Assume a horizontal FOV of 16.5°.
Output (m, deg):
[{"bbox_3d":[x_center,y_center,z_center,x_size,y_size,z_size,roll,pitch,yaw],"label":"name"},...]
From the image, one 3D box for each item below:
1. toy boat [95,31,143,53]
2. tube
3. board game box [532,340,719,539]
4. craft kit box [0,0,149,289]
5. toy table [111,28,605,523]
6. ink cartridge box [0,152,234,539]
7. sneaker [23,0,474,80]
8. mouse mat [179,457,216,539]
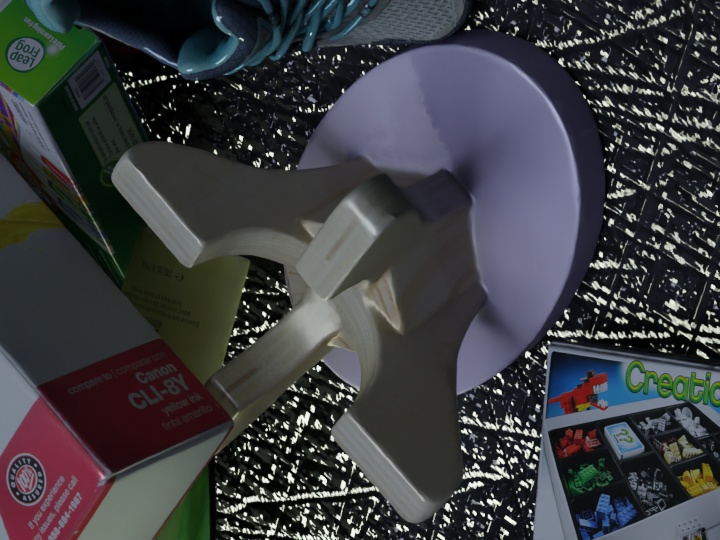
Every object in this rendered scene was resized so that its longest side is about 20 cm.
[{"bbox_3d":[-0.095,-0.167,0.962,0.130,0.131,0.200,44,137,14],"label":"toy boat"},{"bbox_3d":[-0.098,0.083,1.071,0.058,0.052,0.201,19,92,67],"label":"tube"},{"bbox_3d":[0.135,0.098,0.909,0.200,0.034,0.127,8,94,57],"label":"board game box"},{"bbox_3d":[-0.172,-0.092,1.077,0.197,0.049,0.200,40,167,22],"label":"craft kit box"},{"bbox_3d":[0.000,0.000,0.988,0.184,0.117,0.201,40,137,18],"label":"toy table"},{"bbox_3d":[-0.168,0.045,1.016,0.200,0.083,0.145,47,127,16],"label":"ink cartridge box"},{"bbox_3d":[-0.044,-0.100,0.913,0.078,0.199,0.087,-61,35,37],"label":"sneaker"},{"bbox_3d":[-0.080,0.140,1.145,0.007,0.161,0.201,5,129,-9],"label":"mouse mat"}]
